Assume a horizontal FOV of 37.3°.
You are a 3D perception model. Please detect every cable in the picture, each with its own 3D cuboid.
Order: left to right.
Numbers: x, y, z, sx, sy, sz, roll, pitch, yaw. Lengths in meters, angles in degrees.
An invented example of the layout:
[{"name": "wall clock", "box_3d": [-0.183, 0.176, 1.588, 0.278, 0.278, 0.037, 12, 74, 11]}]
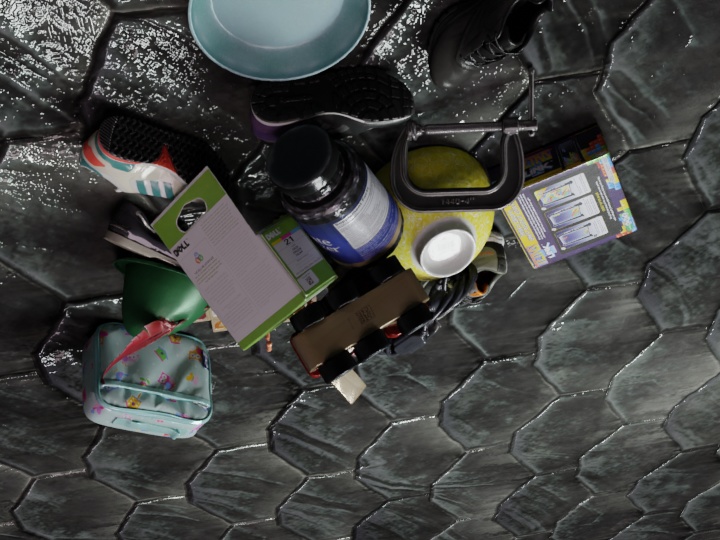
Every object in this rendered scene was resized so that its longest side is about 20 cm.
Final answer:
[{"name": "cable", "box_3d": [0.090, 0.057, 1.534, 0.051, 0.163, 0.200, 41, 150, -2]}]

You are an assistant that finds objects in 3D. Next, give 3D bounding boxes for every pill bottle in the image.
[{"name": "pill bottle", "box_3d": [-0.031, -0.090, 1.303, 0.111, 0.113, 0.200, -23, 147, 15]}]

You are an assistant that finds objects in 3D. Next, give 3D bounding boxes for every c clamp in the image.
[{"name": "c clamp", "box_3d": [0.132, -0.158, 1.360, 0.198, 0.172, 0.027, -7, -172, 5]}]

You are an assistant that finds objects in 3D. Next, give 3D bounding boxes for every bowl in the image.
[{"name": "bowl", "box_3d": [0.101, -0.054, 1.438, 0.198, 0.108, 0.201, -11, 131, -13]}]

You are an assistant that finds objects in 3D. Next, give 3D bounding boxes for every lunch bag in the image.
[{"name": "lunch bag", "box_3d": [-0.315, 0.169, 1.606, 0.199, 0.161, 0.077, 14, 137, -30]}]

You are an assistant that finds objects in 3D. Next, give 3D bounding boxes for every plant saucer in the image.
[{"name": "plant saucer", "box_3d": [-0.089, -0.290, 1.163, 0.198, 0.036, 0.201, -6, 146, -4]}]

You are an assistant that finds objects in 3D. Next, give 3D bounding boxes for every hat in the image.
[{"name": "hat", "box_3d": [-0.286, 0.090, 1.446, 0.165, 0.177, 0.199, 1, 160, 44]}]

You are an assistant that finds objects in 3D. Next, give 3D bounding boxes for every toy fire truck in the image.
[{"name": "toy fire truck", "box_3d": [0.001, 0.090, 1.397, 0.175, 0.129, 0.200, -31, 174, -12]}]

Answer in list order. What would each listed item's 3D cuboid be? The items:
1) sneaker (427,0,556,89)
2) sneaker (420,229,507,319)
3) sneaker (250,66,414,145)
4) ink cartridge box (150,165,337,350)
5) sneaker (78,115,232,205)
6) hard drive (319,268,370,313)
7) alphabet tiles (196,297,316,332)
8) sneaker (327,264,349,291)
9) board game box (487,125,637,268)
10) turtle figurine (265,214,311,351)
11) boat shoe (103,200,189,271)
[{"name": "sneaker", "box_3d": [0.146, -0.272, 1.217, 0.075, 0.091, 0.200, 11, 139, -31]}, {"name": "sneaker", "box_3d": [0.151, 0.023, 1.617, 0.073, 0.080, 0.200, 10, 140, -31]}, {"name": "sneaker", "box_3d": [-0.035, -0.193, 1.301, 0.198, 0.076, 0.088, -2, 157, -7]}, {"name": "ink cartridge box", "box_3d": [-0.147, -0.024, 1.331, 0.148, 0.201, 0.076, -37, 179, 40]}, {"name": "sneaker", "box_3d": [-0.255, -0.126, 1.327, 0.199, 0.071, 0.093, 20, 151, -38]}, {"name": "hard drive", "box_3d": [0.000, 0.060, 1.511, 0.135, 0.042, 0.200, -46, 158, 2]}, {"name": "alphabet tiles", "box_3d": [-0.165, 0.036, 1.603, 0.198, 0.006, 0.167, -8, 144, -6]}, {"name": "sneaker", "box_3d": [0.000, 0.000, 1.545, 0.070, 0.076, 0.201, -1, 143, -14]}, {"name": "board game box", "box_3d": [0.290, -0.099, 1.515, 0.164, 0.057, 0.200, -20, 143, 14]}, {"name": "turtle figurine", "box_3d": [-0.092, 0.005, 1.452, 0.064, 0.162, 0.201, 4, 141, -20]}, {"name": "boat shoe", "box_3d": [-0.245, -0.035, 1.434, 0.199, 0.063, 0.072, 24, 173, -36]}]
